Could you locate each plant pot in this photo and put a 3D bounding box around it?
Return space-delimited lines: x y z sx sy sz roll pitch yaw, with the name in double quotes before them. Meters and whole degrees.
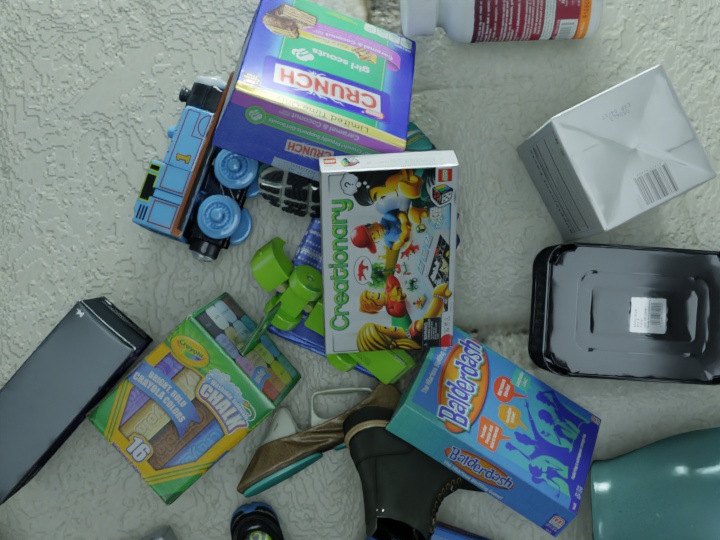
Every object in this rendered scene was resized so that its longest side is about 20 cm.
"plant pot" 0.329 0.254 1.221 0.188 0.200 0.200 -6 89 14

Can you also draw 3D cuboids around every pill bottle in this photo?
"pill bottle" 0.143 -0.291 1.257 0.200 0.110 0.110 -2 89 -2

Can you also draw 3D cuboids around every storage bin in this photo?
"storage bin" 0.282 0.044 1.263 0.200 0.094 0.136 3 89 -1

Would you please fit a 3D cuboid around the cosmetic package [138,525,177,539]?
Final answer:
"cosmetic package" -0.201 0.379 1.254 0.101 0.071 0.200 -25 90 -2

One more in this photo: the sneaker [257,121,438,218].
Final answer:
"sneaker" -0.015 -0.109 1.257 0.200 0.078 0.080 -11 58 -22

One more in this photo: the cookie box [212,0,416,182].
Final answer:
"cookie box" -0.039 -0.176 1.196 0.171 0.200 0.075 19 130 -10

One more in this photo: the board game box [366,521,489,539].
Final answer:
"board game box" 0.056 0.357 1.248 0.152 0.045 0.200 23 86 -18

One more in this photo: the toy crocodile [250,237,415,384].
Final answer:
"toy crocodile" -0.030 0.045 1.253 0.200 0.062 0.068 36 125 -6

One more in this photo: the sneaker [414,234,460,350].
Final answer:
"sneaker" 0.067 -0.013 1.245 0.078 0.075 0.200 -13 115 -40

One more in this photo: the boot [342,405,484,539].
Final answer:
"boot" 0.076 0.226 1.209 0.200 0.138 0.078 16 130 -23

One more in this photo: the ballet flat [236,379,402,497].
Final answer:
"ballet flat" -0.045 0.166 1.269 0.200 0.068 0.072 -24 76 -3

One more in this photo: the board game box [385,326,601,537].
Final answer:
"board game box" 0.139 0.155 1.232 0.200 0.152 0.045 32 127 -1

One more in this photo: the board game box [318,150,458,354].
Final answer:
"board game box" 0.026 -0.014 1.151 0.126 0.035 0.200 -4 121 -4

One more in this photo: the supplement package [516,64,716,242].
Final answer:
"supplement package" 0.248 -0.109 1.211 0.121 0.200 0.120 -27 89 -2

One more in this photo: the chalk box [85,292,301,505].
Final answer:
"chalk box" -0.146 0.111 1.211 0.200 0.124 0.124 -42 90 15

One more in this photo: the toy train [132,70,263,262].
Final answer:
"toy train" -0.154 -0.112 1.259 0.114 0.087 0.200 19 86 7

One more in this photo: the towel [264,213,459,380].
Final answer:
"towel" 0.000 0.000 1.291 0.145 0.024 0.200 25 88 -2

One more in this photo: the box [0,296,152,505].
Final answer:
"box" -0.308 0.125 1.221 0.079 0.141 0.200 41 89 0

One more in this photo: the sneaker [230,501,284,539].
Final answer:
"sneaker" -0.092 0.339 1.251 0.071 0.083 0.200 -16 93 -3
